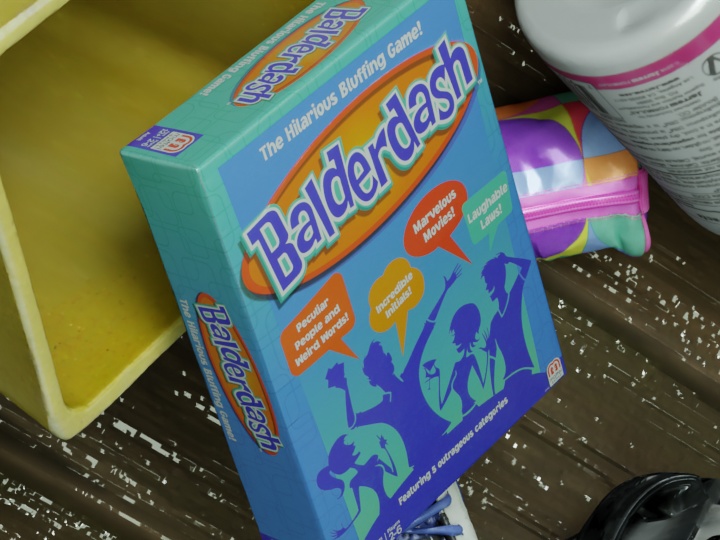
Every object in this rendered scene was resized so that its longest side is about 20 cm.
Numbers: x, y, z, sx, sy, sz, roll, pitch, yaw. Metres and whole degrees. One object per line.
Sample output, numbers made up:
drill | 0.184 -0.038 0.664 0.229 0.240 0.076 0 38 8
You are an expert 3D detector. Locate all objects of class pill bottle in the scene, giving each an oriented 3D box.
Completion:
pill bottle | 0.162 -0.083 1.121 0.113 0.113 0.200 -47 132 2

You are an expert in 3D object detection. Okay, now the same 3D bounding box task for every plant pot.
plant pot | -0.138 -0.096 1.022 0.196 0.200 0.194 -43 145 -29

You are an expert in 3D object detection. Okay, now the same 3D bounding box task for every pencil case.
pencil case | 0.032 -0.028 1.178 0.200 0.088 0.088 -13 105 -10

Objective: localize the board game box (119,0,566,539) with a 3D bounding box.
board game box | 0.000 0.000 1.021 0.152 0.045 0.200 -42 128 -33

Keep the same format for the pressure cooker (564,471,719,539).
pressure cooker | 0.146 0.196 1.204 0.179 0.176 0.200 -26 110 -9

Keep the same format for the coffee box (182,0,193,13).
coffee box | -0.015 -0.196 1.132 0.200 0.080 0.113 -41 106 0

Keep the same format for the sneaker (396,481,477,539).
sneaker | 0.013 0.078 1.138 0.081 0.115 0.199 -16 137 -5
